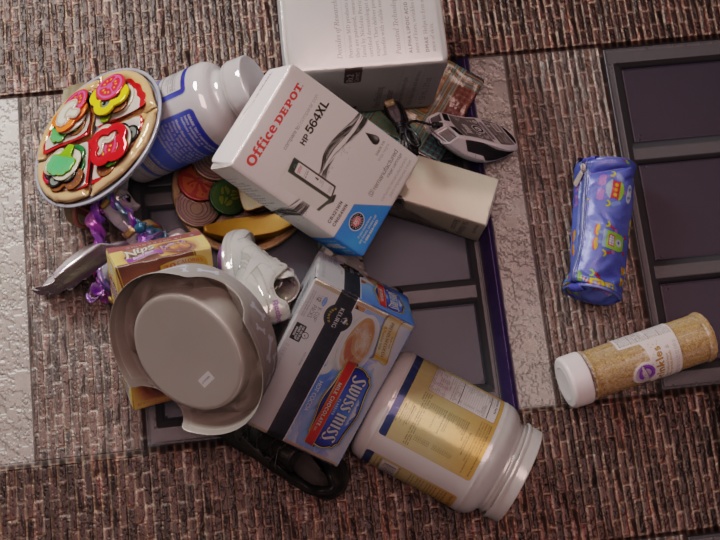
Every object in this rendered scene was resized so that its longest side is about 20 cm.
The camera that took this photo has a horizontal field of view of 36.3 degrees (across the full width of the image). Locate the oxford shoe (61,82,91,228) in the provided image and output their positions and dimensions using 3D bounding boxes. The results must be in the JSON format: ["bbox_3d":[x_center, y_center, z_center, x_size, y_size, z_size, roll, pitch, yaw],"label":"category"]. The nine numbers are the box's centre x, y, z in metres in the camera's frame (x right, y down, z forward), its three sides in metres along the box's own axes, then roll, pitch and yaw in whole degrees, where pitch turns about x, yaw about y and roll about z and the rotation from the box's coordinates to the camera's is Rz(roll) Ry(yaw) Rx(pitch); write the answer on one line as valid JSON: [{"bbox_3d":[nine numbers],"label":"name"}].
[{"bbox_3d":[-0.367,-0.151,1.440,0.074,0.071,0.200,0,73,20],"label":"oxford shoe"}]

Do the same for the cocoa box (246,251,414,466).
[{"bbox_3d":[-0.039,0.104,1.312,0.131,0.133,0.200,27,102,-7],"label":"cocoa box"}]

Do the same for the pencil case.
[{"bbox_3d":[0.311,-0.056,1.436,0.087,0.078,0.200,17,74,-29],"label":"pencil case"}]

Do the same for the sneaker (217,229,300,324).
[{"bbox_3d":[-0.123,0.013,1.322,0.099,0.200,0.075,-8,122,-1],"label":"sneaker"}]

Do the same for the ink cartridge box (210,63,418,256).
[{"bbox_3d":[-0.055,-0.129,1.316,0.200,0.084,0.146,33,81,-22],"label":"ink cartridge box"}]

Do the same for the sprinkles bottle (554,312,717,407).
[{"bbox_3d":[0.351,0.113,1.404,0.200,0.068,0.068,-18,78,-7],"label":"sprinkles bottle"}]

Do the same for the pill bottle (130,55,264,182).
[{"bbox_3d":[-0.215,-0.195,1.389,0.200,0.112,0.112,-20,77,20],"label":"pill bottle"}]

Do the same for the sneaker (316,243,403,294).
[{"bbox_3d":[0.000,0.000,1.418,0.115,0.075,0.200,7,87,-6],"label":"sneaker"}]

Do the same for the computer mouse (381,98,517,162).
[{"bbox_3d":[0.120,-0.171,1.439,0.200,0.044,0.110,7,35,-31],"label":"computer mouse"}]

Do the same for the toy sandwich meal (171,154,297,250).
[{"bbox_3d":[-0.147,-0.116,1.431,0.205,0.070,0.206,1,77,-3],"label":"toy sandwich meal"}]

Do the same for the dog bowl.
[{"bbox_3d":[-0.181,0.083,1.222,0.200,0.200,0.059,39,36,6],"label":"dog bowl"}]

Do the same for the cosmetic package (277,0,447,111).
[{"bbox_3d":[-0.004,-0.306,1.413,0.200,0.165,0.165,-6,79,-4],"label":"cosmetic package"}]

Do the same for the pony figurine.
[{"bbox_3d":[-0.299,-0.008,1.370,0.200,0.167,0.193,46,79,-14],"label":"pony figurine"}]

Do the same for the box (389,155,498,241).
[{"bbox_3d":[0.073,-0.106,1.436,0.200,0.082,0.068,17,76,2],"label":"box"}]

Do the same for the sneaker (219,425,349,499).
[{"bbox_3d":[-0.102,0.211,1.346,0.200,0.091,0.076,29,85,5],"label":"sneaker"}]

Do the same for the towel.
[{"bbox_3d":[0.050,-0.249,1.498,0.200,0.022,0.147,28,78,4],"label":"towel"}]

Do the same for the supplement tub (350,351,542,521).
[{"bbox_3d":[0.104,0.203,1.332,0.200,0.144,0.145,28,77,3],"label":"supplement tub"}]

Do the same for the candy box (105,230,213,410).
[{"bbox_3d":[-0.233,0.060,1.321,0.117,0.056,0.200,-13,119,-21],"label":"candy box"}]

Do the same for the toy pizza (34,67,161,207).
[{"bbox_3d":[-0.329,-0.169,1.350,0.200,0.032,0.200,-15,57,25],"label":"toy pizza"}]
